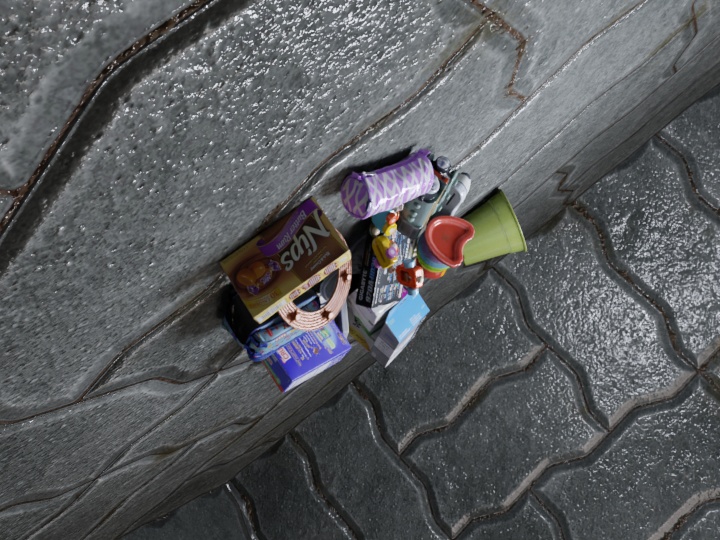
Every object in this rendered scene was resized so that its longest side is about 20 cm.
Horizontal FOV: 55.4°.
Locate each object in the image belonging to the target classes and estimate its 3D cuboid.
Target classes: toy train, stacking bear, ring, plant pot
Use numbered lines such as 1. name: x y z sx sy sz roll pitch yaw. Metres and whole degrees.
1. toy train: 0.079 -0.059 1.373 0.055 0.206 0.149 -20 -163 -32
2. stacking bear: 0.187 -0.042 1.677 0.123 0.112 0.201 -61 177 -23
3. ring: -0.085 0.011 1.270 0.019 0.206 0.198 8 -156 44
4. toy train: 0.132 -0.149 1.408 0.115 0.084 0.201 -55 176 -26
5. plant pot: 0.371 -0.112 2.052 0.186 0.205 0.200 -23 168 7

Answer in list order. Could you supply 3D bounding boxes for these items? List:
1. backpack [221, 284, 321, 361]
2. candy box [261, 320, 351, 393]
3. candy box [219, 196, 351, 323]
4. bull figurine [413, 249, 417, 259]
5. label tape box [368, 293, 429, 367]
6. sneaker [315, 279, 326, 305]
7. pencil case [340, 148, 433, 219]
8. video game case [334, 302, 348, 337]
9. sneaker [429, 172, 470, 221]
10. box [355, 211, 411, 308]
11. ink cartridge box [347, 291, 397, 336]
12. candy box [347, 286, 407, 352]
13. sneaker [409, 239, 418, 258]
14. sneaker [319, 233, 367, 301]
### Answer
1. backpack: -0.184 0.093 1.366 0.180 0.136 0.200 -27 167 -30
2. candy box: -0.148 0.172 1.642 0.197 0.171 0.077 -22 159 -41
3. candy box: -0.126 -0.018 1.170 0.198 0.118 0.057 -35 167 -5
4. bull figurine: 0.117 -0.037 1.821 0.119 0.067 0.199 -17 -179 24
5. label tape box: 0.109 0.143 1.774 0.144 0.063 0.202 -41 164 -36
6. sneaker: -0.042 0.010 1.595 0.198 0.077 0.081 -38 153 -10
7. pencil case: 0.050 -0.158 1.242 0.198 0.083 0.088 -26 127 -42
8. video game case: -0.052 0.116 1.783 0.017 0.147 0.201 -3 161 -8
9. sneaker: 0.212 -0.164 1.652 0.071 0.073 0.200 -47 -179 -30
10. box: 0.058 -0.027 1.519 0.158 0.045 0.206 -10 111 -63
11. ink cartridge box: 0.021 0.066 1.769 0.083 0.148 0.201 -32 167 -16
12. candy box: 0.044 0.110 1.902 0.202 0.135 0.061 -52 167 -3
13. sneaker: 0.109 -0.051 1.690 0.079 0.076 0.204 -36 152 -55
14. sneaker: 0.000 0.000 1.536 0.201 0.075 0.081 -50 -146 -14
